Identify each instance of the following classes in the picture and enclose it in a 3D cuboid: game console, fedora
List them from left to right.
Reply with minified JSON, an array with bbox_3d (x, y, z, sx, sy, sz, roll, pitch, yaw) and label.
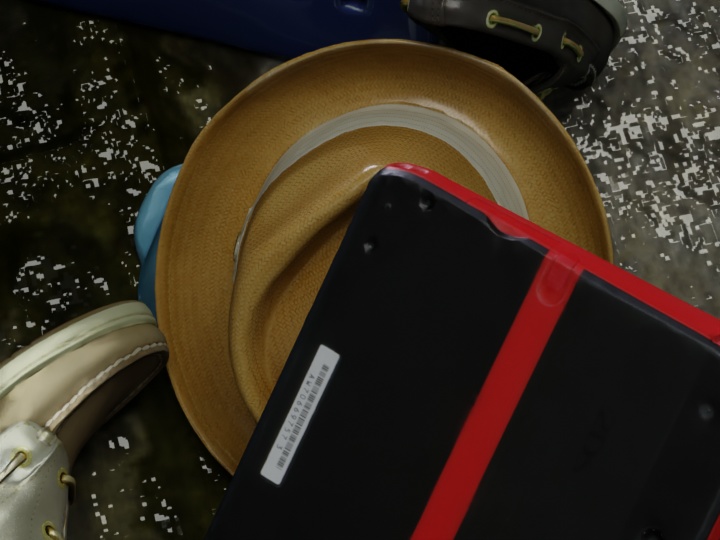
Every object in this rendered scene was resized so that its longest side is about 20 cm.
[{"bbox_3d":[0.004,0.013,0.956,0.199,0.082,0.202,2,101,9],"label":"fedora"},{"bbox_3d":[0.041,0.085,0.885,0.176,0.031,0.201,29,98,24],"label":"game console"}]

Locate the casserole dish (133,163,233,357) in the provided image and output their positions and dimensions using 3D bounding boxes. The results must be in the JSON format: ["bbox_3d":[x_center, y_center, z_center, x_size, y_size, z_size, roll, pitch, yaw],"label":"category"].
[{"bbox_3d":[0.000,0.000,1.042,0.199,0.039,0.122,21,65,5],"label":"casserole dish"}]

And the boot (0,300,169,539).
[{"bbox_3d":[-0.116,0.122,0.955,0.200,0.072,0.155,-42,74,-15],"label":"boot"}]

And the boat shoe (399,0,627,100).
[{"bbox_3d":[0.060,-0.104,1.022,0.071,0.201,0.061,16,84,20],"label":"boat shoe"}]

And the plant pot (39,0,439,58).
[{"bbox_3d":[-0.040,-0.224,1.068,0.199,0.180,0.201,11,65,0],"label":"plant pot"}]
